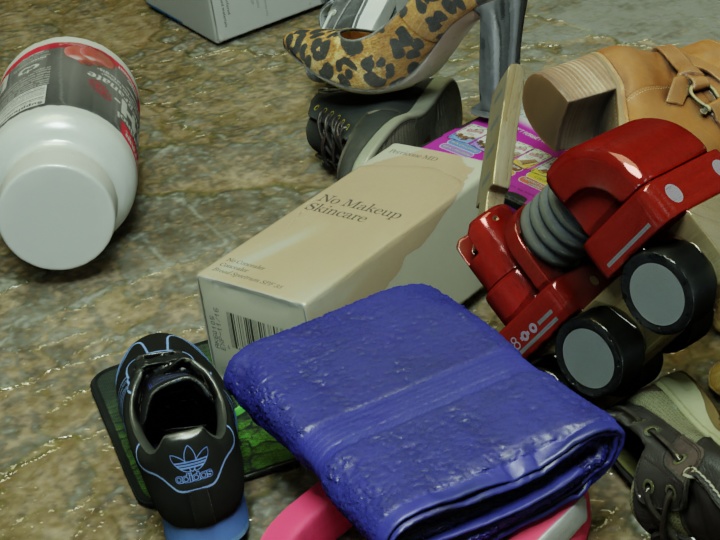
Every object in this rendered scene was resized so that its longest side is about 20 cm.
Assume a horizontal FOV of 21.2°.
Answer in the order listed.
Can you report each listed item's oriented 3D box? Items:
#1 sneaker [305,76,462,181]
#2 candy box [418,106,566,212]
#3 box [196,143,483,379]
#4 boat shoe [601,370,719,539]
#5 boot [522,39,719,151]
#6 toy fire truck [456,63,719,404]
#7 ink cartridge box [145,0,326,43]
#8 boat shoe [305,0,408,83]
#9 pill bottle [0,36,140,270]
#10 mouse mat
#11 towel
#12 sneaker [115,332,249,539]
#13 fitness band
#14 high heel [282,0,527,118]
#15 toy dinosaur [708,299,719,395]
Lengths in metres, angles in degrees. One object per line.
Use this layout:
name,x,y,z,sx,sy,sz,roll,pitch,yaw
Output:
sneaker,-0.002,-0.083,1.387,0.106,0.075,0.200,-1,20,21
candy box,0.151,-0.075,1.330,0.199,0.061,0.136,-28,36,-29
box,0.000,0.000,1.211,0.095,0.078,0.200,13,35,36
boat shoe,0.171,0.116,0.988,0.064,0.074,0.200,-20,18,-1
boot,0.213,-0.071,1.231,0.155,0.077,0.200,-14,49,-27
toy fire truck,0.122,-0.037,1.089,0.128,0.176,0.200,-25,73,-43
ink cartridge box,-0.085,-0.292,1.753,0.199,0.084,0.145,-24,32,-25
boat shoe,-0.001,-0.213,1.613,0.067,0.072,0.200,1,38,15
pill bottle,-0.215,-0.083,1.394,0.110,0.111,0.200,-9,30,0
mouse mat,-0.058,0.075,1.181,0.199,0.008,0.161,-15,30,-14
towel,0.029,0.081,1.036,0.147,0.050,0.200,-20,33,-22
sneaker,-0.105,0.076,1.106,0.070,0.078,0.200,-15,30,-10
fitness band,0.035,0.140,1.015,0.143,0.038,0.200,15,36,40
high heel,0.031,-0.194,1.353,0.199,0.143,0.071,15,24,29
toy dinosaur,0.249,0.053,1.105,0.101,0.058,0.200,-21,20,9
